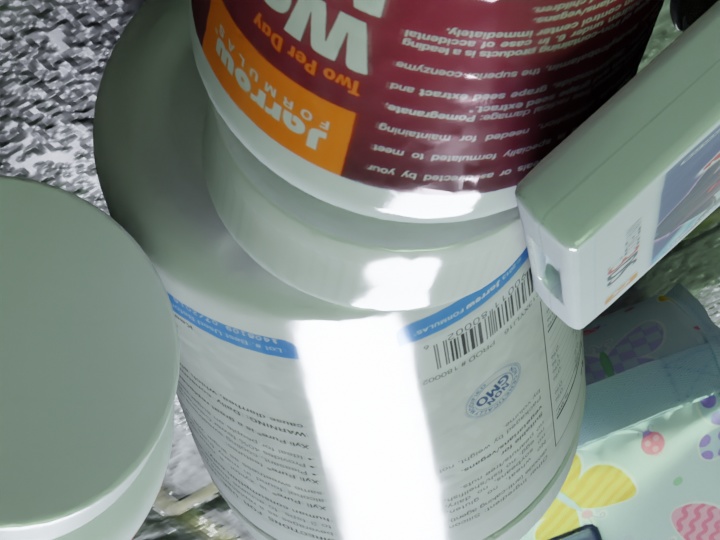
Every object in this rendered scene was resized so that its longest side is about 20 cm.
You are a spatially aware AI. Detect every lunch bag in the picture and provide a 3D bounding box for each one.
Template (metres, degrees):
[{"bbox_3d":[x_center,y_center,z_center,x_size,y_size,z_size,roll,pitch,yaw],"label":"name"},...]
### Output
[{"bbox_3d":[0.059,0.091,0.999,0.169,0.127,0.200,-22,163,-4],"label":"lunch bag"}]

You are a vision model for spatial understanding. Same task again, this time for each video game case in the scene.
[{"bbox_3d":[0.119,-0.065,0.667,0.200,0.023,0.182,-42,172,-1],"label":"video game case"}]

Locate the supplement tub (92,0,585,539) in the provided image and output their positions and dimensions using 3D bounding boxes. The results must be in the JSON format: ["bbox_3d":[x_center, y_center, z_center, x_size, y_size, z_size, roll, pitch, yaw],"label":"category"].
[{"bbox_3d":[0.000,0.000,0.826,0.132,0.132,0.200,-20,151,-5],"label":"supplement tub"}]

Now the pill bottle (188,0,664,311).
[{"bbox_3d":[0.018,-0.080,0.629,0.109,0.110,0.200,-12,150,-18],"label":"pill bottle"}]

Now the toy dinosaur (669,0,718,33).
[{"bbox_3d":[0.124,-0.140,0.655,0.200,0.077,0.102,-46,173,17],"label":"toy dinosaur"}]

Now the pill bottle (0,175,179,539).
[{"bbox_3d":[-0.117,0.050,0.792,0.116,0.116,0.200,-12,167,-18],"label":"pill bottle"}]
